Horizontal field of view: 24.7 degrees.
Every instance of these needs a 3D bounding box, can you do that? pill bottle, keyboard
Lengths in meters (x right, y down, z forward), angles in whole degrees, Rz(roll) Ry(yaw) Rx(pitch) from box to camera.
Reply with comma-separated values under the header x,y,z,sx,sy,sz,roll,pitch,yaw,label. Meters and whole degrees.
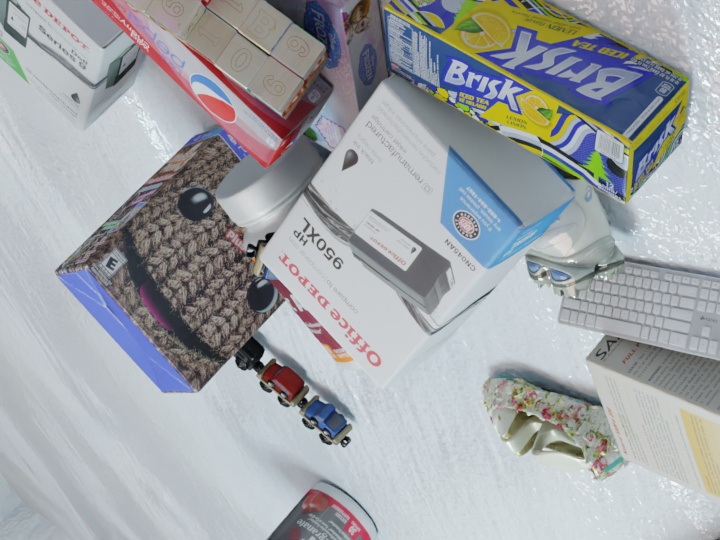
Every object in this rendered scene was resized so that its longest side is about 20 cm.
x,y,z,sx,sy,sz,roll,pitch,yaw,label
-0.031,-0.019,1.461,0.200,0.114,0.114,51,157,-18,pill bottle
0.219,0.027,1.201,0.011,0.057,0.200,18,176,-37,keyboard
-0.079,0.383,2.142,0.110,0.200,0.111,35,156,18,pill bottle

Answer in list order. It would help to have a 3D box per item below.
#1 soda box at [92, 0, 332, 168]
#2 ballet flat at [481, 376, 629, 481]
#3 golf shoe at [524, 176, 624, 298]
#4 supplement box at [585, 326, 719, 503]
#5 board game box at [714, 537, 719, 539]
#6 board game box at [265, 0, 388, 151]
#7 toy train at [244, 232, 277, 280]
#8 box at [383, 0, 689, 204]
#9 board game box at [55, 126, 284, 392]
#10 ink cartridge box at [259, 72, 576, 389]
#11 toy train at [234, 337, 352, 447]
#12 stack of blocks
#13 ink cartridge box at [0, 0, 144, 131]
x,y,z,sx,sy,sz,roll,pitch,yaw,label
-0.119,-0.177,1.286,0.200,0.063,0.070,43,158,1,soda box
0.164,0.141,1.480,0.200,0.064,0.076,11,142,54,ballet flat
0.115,-0.047,1.250,0.199,0.078,0.098,11,121,49,golf shoe
0.277,0.113,1.222,0.199,0.074,0.126,23,151,40,supplement box
0.337,0.341,1.494,0.159,0.097,0.200,42,158,6,board game box
-0.065,-0.193,1.307,0.199,0.041,0.200,32,156,26,board game box
0.000,0.000,1.387,0.046,0.199,0.034,-106,29,-48,toy train
0.113,-0.129,1.078,0.200,0.070,0.064,33,154,25,box
-0.154,-0.010,1.553,0.160,0.200,0.097,49,157,-16,board game box
0.037,-0.032,1.198,0.145,0.084,0.200,47,131,10,ink cartridge box
-0.087,0.132,1.918,0.200,0.034,0.046,40,147,11,toy train
-0.120,-0.194,1.186,0.200,0.059,0.115,37,-178,0,stack of blocks
-0.274,-0.237,1.528,0.146,0.084,0.200,43,157,1,ink cartridge box
